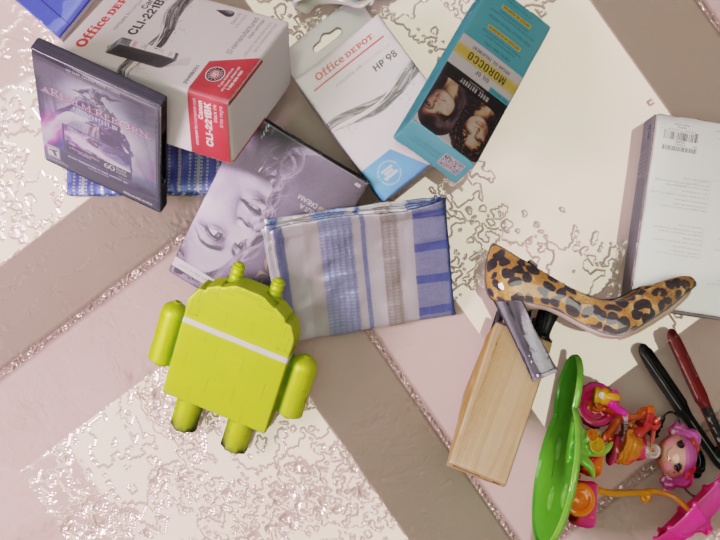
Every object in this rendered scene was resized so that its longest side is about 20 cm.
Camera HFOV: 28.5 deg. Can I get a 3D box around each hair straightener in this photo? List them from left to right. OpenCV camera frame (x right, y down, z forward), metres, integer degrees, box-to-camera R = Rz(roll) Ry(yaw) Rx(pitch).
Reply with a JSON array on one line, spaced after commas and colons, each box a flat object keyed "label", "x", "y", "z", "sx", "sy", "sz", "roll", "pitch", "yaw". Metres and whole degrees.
[{"label": "hair straightener", "x": 0.347, "y": 0.166, "z": 1.516, "sx": 0.076, "sy": 0.041, "sz": 0.202, "roll": -27, "pitch": 95, "yaw": 23}]

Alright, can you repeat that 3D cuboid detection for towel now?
[{"label": "towel", "x": -0.223, "y": -0.153, "z": 1.537, "sx": 0.197, "sy": 0.024, "sz": 0.147, "roll": -1, "pitch": 89, "yaw": 2}, {"label": "towel", "x": 0.000, "y": 0.000, "z": 1.492, "sx": 0.197, "sy": 0.024, "sz": 0.149, "roll": -8, "pitch": 117, "yaw": -4}]

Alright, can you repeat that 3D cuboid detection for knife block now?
[{"label": "knife block", "x": 0.155, "y": 0.096, "z": 1.452, "sx": 0.063, "sy": 0.201, "sz": 0.177, "roll": 19, "pitch": 120, "yaw": 2}]

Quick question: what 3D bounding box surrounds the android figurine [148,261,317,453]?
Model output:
[{"label": "android figurine", "x": -0.134, "y": 0.090, "z": 1.494, "sx": 0.180, "sy": 0.041, "sz": 0.202, "roll": 20, "pitch": 110, "yaw": 7}]

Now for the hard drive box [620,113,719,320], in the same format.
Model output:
[{"label": "hard drive box", "x": 0.365, "y": -0.051, "z": 1.489, "sx": 0.153, "sy": 0.077, "sz": 0.203, "roll": 9, "pitch": 89, "yaw": 2}]

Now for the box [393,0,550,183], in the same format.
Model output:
[{"label": "box", "x": 0.117, "y": -0.195, "z": 1.464, "sx": 0.082, "sy": 0.049, "sz": 0.201, "roll": 34, "pitch": 63, "yaw": -9}]

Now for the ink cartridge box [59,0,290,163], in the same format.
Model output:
[{"label": "ink cartridge box", "x": -0.189, "y": -0.209, "z": 1.452, "sx": 0.198, "sy": 0.084, "sz": 0.145, "roll": 17, "pitch": 48, "yaw": 16}]

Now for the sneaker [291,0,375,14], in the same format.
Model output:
[{"label": "sneaker", "x": 0.016, "y": -0.324, "z": 1.496, "sx": 0.197, "sy": 0.077, "sz": 0.082, "roll": -11, "pitch": 68, "yaw": 11}]

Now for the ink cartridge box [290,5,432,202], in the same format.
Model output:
[{"label": "ink cartridge box", "x": 0.010, "y": -0.186, "z": 1.507, "sx": 0.115, "sy": 0.067, "sz": 0.201, "roll": -37, "pitch": 89, "yaw": 2}]

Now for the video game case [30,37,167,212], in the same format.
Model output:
[{"label": "video game case", "x": -0.262, "y": -0.143, "z": 1.439, "sx": 0.141, "sy": 0.201, "sz": 0.019, "roll": 25, "pitch": 62, "yaw": 5}]

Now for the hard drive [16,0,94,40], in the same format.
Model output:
[{"label": "hard drive", "x": -0.312, "y": -0.372, "z": 1.540, "sx": 0.132, "sy": 0.025, "sz": 0.201, "roll": 40, "pitch": 91, "yaw": 2}]

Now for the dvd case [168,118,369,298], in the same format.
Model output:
[{"label": "dvd case", "x": -0.099, "y": -0.046, "z": 1.504, "sx": 0.148, "sy": 0.016, "sz": 0.202, "roll": 30, "pitch": 110, "yaw": 2}]

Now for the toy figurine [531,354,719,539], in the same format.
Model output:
[{"label": "toy figurine", "x": 0.289, "y": 0.204, "z": 1.471, "sx": 0.181, "sy": 0.150, "sz": 0.203, "roll": 12, "pitch": 76, "yaw": -6}]

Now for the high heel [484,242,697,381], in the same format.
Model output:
[{"label": "high heel", "x": 0.228, "y": 0.006, "z": 1.422, "sx": 0.198, "sy": 0.071, "sz": 0.144, "roll": -25, "pitch": 85, "yaw": -5}]
